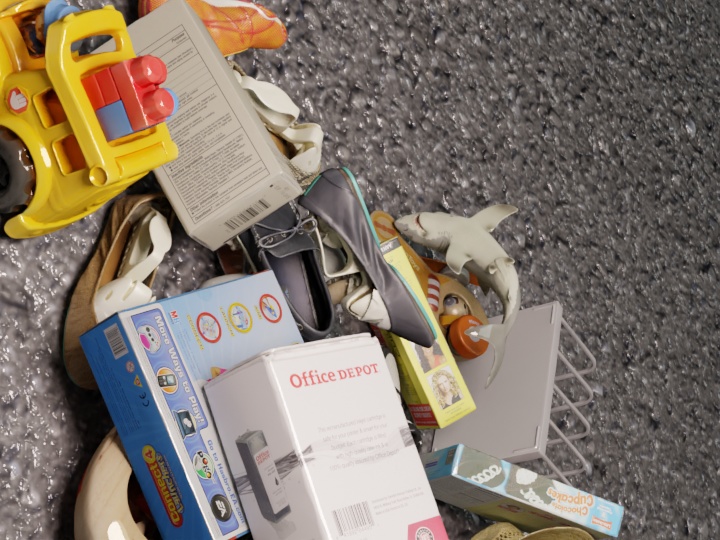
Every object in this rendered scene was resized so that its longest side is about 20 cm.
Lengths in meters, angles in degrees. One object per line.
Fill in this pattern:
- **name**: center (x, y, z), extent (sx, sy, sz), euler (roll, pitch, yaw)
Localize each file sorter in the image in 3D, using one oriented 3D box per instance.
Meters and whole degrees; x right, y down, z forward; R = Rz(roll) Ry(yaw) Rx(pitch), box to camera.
- **file sorter**: center (0.178, 0.163, 1.769), extent (0.125, 0.138, 0.201), euler (48, 40, -35)

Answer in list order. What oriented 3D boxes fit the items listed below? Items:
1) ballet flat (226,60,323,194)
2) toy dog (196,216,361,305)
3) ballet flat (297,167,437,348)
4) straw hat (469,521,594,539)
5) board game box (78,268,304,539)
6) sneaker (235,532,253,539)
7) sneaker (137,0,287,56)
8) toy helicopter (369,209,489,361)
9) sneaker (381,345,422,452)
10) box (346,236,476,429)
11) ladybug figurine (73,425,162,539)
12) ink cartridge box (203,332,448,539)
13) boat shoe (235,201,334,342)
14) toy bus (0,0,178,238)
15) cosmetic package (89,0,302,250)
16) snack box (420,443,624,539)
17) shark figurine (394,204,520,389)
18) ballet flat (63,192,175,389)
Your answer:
- **ballet flat**: center (-0.085, -0.142, 1.592), extent (0.200, 0.075, 0.068), euler (41, 43, -38)
- **toy dog**: center (-0.089, 0.006, 1.528), extent (0.199, 0.096, 0.133), euler (6, 72, -38)
- **ballet flat**: center (0.000, 0.000, 1.502), extent (0.201, 0.073, 0.073), euler (61, 35, -15)
- **straw hat**: center (0.148, 0.319, 1.669), extent (0.201, 0.201, 0.085), euler (32, 14, -44)
- **board game box**: center (-0.112, 0.115, 1.315), extent (0.195, 0.056, 0.202), euler (-16, 80, -53)
- **sneaker**: center (-0.104, 0.251, 1.310), extent (0.199, 0.089, 0.077), euler (-31, 74, -23)
- **sneaker**: center (-0.150, -0.237, 1.570), extent (0.199, 0.073, 0.078), euler (3, 94, -50)
- **toy helicopter**: center (0.076, 0.010, 1.756), extent (0.200, 0.079, 0.132), euler (50, 44, -9)
- **sneaker**: center (0.029, 0.160, 1.600), extent (0.076, 0.087, 0.201), euler (38, 44, -37)
- **box**: center (0.050, 0.067, 1.669), extent (0.050, 0.075, 0.201), euler (-27, 95, -20)
- **ladybug figurine**: center (-0.171, 0.187, 1.307), extent (0.136, 0.072, 0.200), euler (53, 38, -12)
- **ink cartridge box**: center (-0.025, 0.162, 1.273), extent (0.145, 0.084, 0.202), euler (-5, 74, -51)
- **boat shoe**: center (-0.071, -0.021, 1.446), extent (0.074, 0.062, 0.202), euler (-12, 82, -39)
- **toy bus**: center (-0.234, -0.150, 1.283), extent (0.135, 0.191, 0.202), euler (-28, 96, -54)
- **cosmetic package**: center (-0.147, -0.131, 1.411), extent (0.201, 0.105, 0.071), euler (61, 6, 17)
- **snack box**: center (0.161, 0.237, 1.653), extent (0.199, 0.116, 0.037), euler (23, 69, -16)
- **shark figurine**: center (0.135, 0.016, 1.706), extent (0.090, 0.127, 0.215), euler (89, -22, -51)
- **ballet flat**: center (-0.199, 0.008, 1.359), extent (0.068, 0.072, 0.201), euler (41, 44, -28)
